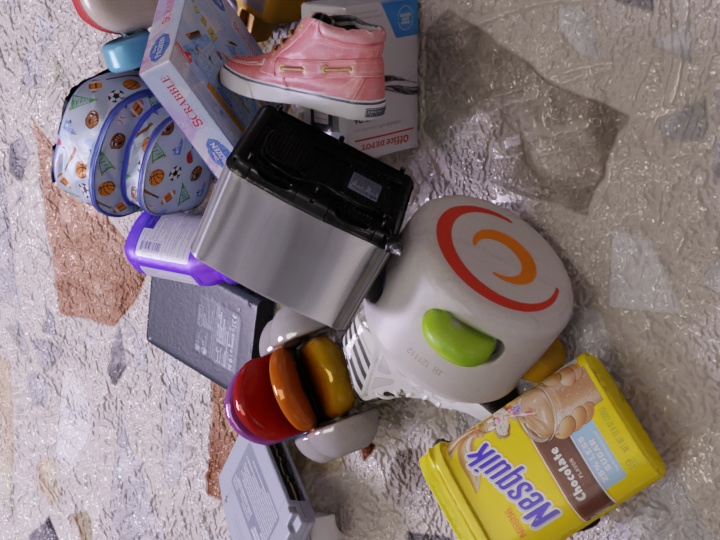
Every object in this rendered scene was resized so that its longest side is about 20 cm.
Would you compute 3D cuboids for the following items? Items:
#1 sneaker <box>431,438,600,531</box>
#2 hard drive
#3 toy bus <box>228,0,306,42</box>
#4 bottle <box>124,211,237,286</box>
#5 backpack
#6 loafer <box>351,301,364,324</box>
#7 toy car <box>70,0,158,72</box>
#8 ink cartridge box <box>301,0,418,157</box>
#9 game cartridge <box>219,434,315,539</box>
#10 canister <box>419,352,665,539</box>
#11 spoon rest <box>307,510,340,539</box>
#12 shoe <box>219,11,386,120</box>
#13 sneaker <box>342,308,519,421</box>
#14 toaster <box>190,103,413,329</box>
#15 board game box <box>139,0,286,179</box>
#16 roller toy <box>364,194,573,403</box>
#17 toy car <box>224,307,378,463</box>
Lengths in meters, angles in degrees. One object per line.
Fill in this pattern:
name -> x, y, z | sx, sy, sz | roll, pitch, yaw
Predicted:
sneaker -> 0.164, 0.196, 1.595 | 0.199, 0.077, 0.089 | 18, 104, 33
hard drive -> -0.191, 0.061, 1.923 | 0.199, 0.033, 0.141 | 27, 119, 37
toy bus -> -0.092, -0.342, 1.691 | 0.078, 0.065, 0.201 | 36, 124, 30
bottle -> -0.188, -0.024, 1.860 | 0.199, 0.084, 0.065 | 9, 152, 31
backpack -> -0.266, -0.148, 1.828 | 0.154, 0.190, 0.201 | 26, 118, 37
loafer -> 0.015, 0.020, 1.691 | 0.069, 0.070, 0.201 | -20, 89, 30
toy car -> -0.286, -0.342, 1.823 | 0.199, 0.176, 0.186 | 8, 119, 56
ink cartridge box -> 0.001, -0.181, 1.608 | 0.068, 0.116, 0.202 | 14, 112, 41
game cartridge -> -0.116, 0.281, 1.851 | 0.134, 0.040, 0.200 | -60, 34, 25
canister -> 0.177, 0.191, 1.502 | 0.199, 0.086, 0.149 | -36, 68, 14
spoon rest -> -0.080, 0.324, 1.881 | 0.200, 0.060, 0.100 | -23, 84, 59
shoe -> -0.056, -0.212, 1.526 | 0.199, 0.071, 0.092 | 17, 112, 35
sneaker -> 0.067, 0.112, 1.621 | 0.200, 0.076, 0.115 | 39, 128, -4
toaster -> -0.052, -0.052, 1.488 | 0.180, 0.200, 0.119 | 26, 115, -3
board game box -> -0.149, -0.198, 1.629 | 0.041, 0.200, 0.200 | -20, 127, 21
roller toy -> 0.104, 0.032, 1.521 | 0.140, 0.199, 0.183 | -56, 52, 37
toy car -> -0.078, 0.137, 1.725 | 0.200, 0.149, 0.176 | 138, 110, -75
